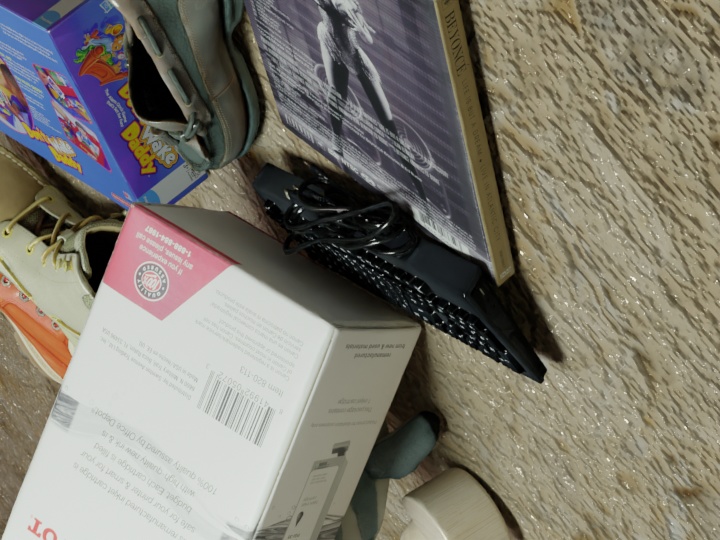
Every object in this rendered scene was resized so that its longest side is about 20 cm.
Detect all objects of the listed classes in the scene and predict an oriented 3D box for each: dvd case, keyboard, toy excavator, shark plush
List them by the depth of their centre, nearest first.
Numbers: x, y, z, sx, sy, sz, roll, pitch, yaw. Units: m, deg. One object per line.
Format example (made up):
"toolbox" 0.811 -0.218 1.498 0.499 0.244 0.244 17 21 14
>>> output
"dvd case" -0.002 -0.095 0.987 0.149 0.016 0.200 39 159 34
"keyboard" 0.000 0.000 1.100 0.200 0.040 0.104 26 157 55
"shark plush" -0.038 0.129 1.264 0.083 0.200 0.091 10 -160 -35
"toy excavator" 0.049 0.205 1.335 0.200 0.100 0.194 63 158 -10

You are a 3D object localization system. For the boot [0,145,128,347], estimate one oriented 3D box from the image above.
"boot" -0.186 -0.020 1.477 0.200 0.072 0.155 47 163 -5

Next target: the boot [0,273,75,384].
"boot" -0.219 0.004 1.609 0.200 0.075 0.107 51 160 -27

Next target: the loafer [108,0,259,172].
"loafer" -0.093 -0.101 1.113 0.072 0.063 0.200 44 160 19

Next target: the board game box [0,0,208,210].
"board game box" -0.178 -0.120 1.307 0.200 0.045 0.135 31 153 46

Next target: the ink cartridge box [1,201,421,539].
"ink cartridge box" -0.079 0.085 1.194 0.146 0.200 0.083 30 -165 31
